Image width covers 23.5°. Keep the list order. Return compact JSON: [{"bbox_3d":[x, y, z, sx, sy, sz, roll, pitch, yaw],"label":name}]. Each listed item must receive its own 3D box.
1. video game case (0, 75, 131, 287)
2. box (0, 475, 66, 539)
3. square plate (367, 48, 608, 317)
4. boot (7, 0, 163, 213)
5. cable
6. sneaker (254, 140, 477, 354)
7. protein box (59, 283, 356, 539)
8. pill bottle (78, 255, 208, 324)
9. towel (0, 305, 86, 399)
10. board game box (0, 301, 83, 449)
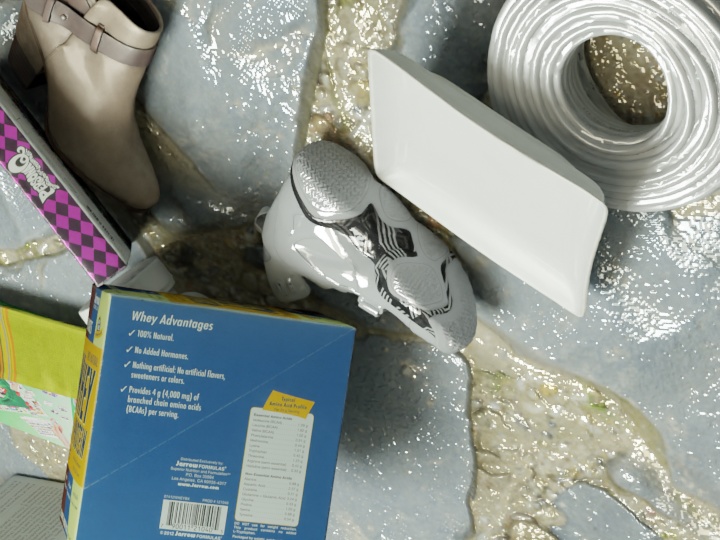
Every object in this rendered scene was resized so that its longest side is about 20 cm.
[{"bbox_3d":[-0.263,-0.083,1.429,0.036,0.181,0.200,-38,100,-1],"label":"video game case"},{"bbox_3d":[-0.317,0.344,1.725,0.171,0.200,0.199,5,122,32],"label":"box"},{"bbox_3d":[0.092,-0.065,1.239,0.200,0.028,0.198,35,162,16],"label":"square plate"},{"bbox_3d":[-0.202,-0.157,1.394,0.200,0.070,0.146,48,132,-4],"label":"boot"},{"bbox_3d":[0.182,-0.130,1.166,0.200,0.069,0.200,34,133,8],"label":"cable"},{"bbox_3d":[0.000,0.000,1.372,0.200,0.075,0.115,49,134,2],"label":"sneaker"},{"bbox_3d":[-0.125,0.124,1.382,0.198,0.135,0.200,8,91,-14],"label":"protein box"},{"bbox_3d":[-0.151,0.090,1.502,0.113,0.113,0.200,-26,104,41],"label":"pill bottle"},{"bbox_3d":[-0.304,0.077,1.618,0.200,0.018,0.086,13,127,25],"label":"towel"},{"bbox_3d":[-0.286,0.111,1.660,0.200,0.029,0.135,18,129,22],"label":"board game box"}]
